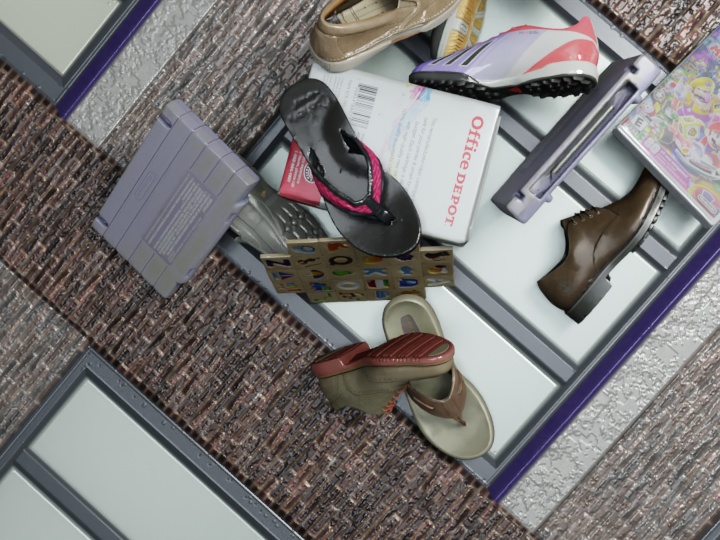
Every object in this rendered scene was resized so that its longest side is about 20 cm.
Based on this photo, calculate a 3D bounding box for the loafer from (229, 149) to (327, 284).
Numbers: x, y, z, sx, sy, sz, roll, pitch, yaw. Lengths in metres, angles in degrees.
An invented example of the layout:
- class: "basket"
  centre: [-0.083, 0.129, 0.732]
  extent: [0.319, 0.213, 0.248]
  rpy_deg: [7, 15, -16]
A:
- class: "loafer"
  centre: [-0.110, -0.054, 1.156]
  extent: [0.200, 0.070, 0.070]
  rpy_deg: [44, 132, 1]

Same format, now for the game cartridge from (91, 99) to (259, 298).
- class: "game cartridge"
  centre: [-0.205, -0.074, 1.135]
  extent: [0.130, 0.038, 0.200]
  rpy_deg: [42, 125, 0]

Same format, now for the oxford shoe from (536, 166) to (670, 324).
- class: "oxford shoe"
  centre: [0.262, -0.046, 1.107]
  extent: [0.084, 0.073, 0.200]
  rpy_deg: [37, 95, 6]

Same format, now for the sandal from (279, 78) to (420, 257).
- class: "sandal"
  centre: [-0.015, -0.096, 0.992]
  extent: [0.075, 0.045, 0.200]
  rpy_deg: [-34, 86, 3]

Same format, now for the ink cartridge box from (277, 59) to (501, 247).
- class: "ink cartridge box"
  centre: [0.036, -0.118, 1.090]
  extent: [0.199, 0.145, 0.146]
  rpy_deg: [16, 92, 7]

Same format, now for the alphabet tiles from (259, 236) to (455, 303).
- class: "alphabet tiles"
  centre: [0.000, 0.000, 1.096]
  extent: [0.199, 0.167, 0.006]
  rpy_deg: [-2, 66, 6]

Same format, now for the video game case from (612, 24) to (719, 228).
- class: "video game case"
  centre: [0.380, -0.161, 1.085]
  extent: [0.200, 0.018, 0.143]
  rpy_deg: [-43, 87, -14]

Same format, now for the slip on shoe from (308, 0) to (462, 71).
- class: "slip on shoe"
  centre: [0.033, -0.273, 1.029]
  extent: [0.200, 0.061, 0.076]
  rpy_deg: [-32, 68, -16]

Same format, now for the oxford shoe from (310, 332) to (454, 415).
- class: "oxford shoe"
  centre: [0.032, 0.114, 1.106]
  extent: [0.200, 0.070, 0.075]
  rpy_deg: [-12, 101, 50]

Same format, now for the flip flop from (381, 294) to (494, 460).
- class: "flip flop"
  centre: [0.082, 0.121, 1.136]
  extent: [0.081, 0.058, 0.201]
  rpy_deg: [-23, 95, 7]

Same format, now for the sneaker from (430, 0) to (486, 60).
- class: "sneaker"
  centre: [0.092, -0.319, 1.124]
  extent: [0.087, 0.076, 0.201]
  rpy_deg: [10, 89, 20]

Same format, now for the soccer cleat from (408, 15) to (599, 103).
- class: "soccer cleat"
  centre: [0.147, -0.216, 1.065]
  extent: [0.199, 0.068, 0.074]
  rpy_deg: [0, 77, 25]

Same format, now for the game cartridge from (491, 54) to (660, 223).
- class: "game cartridge"
  centre: [0.219, -0.135, 1.071]
  extent: [0.038, 0.130, 0.200]
  rpy_deg: [41, 96, -1]
